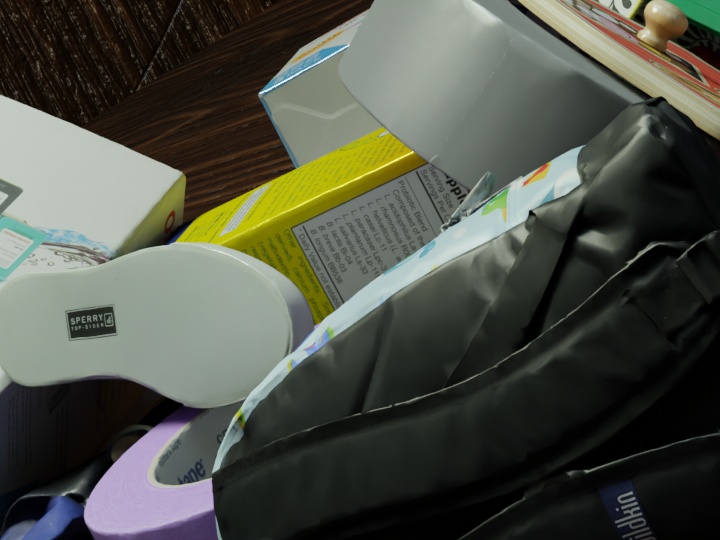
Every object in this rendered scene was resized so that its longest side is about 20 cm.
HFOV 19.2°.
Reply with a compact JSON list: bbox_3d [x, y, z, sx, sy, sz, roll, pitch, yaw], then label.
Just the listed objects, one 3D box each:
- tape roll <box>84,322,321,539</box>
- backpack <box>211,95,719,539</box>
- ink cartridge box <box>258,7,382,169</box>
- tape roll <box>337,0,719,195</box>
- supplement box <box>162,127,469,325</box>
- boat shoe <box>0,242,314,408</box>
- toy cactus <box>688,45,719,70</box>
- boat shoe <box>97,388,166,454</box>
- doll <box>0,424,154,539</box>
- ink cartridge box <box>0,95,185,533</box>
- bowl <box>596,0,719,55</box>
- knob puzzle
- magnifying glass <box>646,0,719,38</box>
[{"bbox_3d":[-0.015,0.080,0.894,0.199,0.066,0.200,-27,13,7],"label":"tape roll"},{"bbox_3d":[0.051,0.059,0.657,0.199,0.164,0.154,-33,2,14],"label":"backpack"},{"bbox_3d":[0.015,-0.124,1.309,0.114,0.068,0.200,-27,10,13],"label":"ink cartridge box"},{"bbox_3d":[0.091,-0.066,0.922,0.067,0.199,0.200,-59,6,14],"label":"tape roll"},{"bbox_3d":[0.000,0.000,1.082,0.199,0.110,0.110,-24,13,19],"label":"supplement box"},{"bbox_3d":[-0.085,0.021,0.965,0.199,0.072,0.063,1,5,44],"label":"boat shoe"},{"bbox_3d":[0.223,-0.099,1.062,0.165,0.103,0.199,-46,28,-24],"label":"toy cactus"},{"bbox_3d":[-0.116,0.035,1.287,0.199,0.072,0.071,-34,17,-14],"label":"boat shoe"},{"bbox_3d":[-0.150,0.129,1.031,0.136,0.049,0.200,-42,2,34],"label":"doll"},{"bbox_3d":[-0.204,0.030,1.133,0.145,0.148,0.200,22,44,14],"label":"ink cartridge box"},{"bbox_3d":[0.169,-0.169,1.173,0.200,0.094,0.201,-36,-28,-22],"label":"bowl"},{"bbox_3d":[0.150,-0.086,0.912,0.031,0.218,0.220,-59,5,14],"label":"knob puzzle"},{"bbox_3d":[0.195,-0.105,0.981,0.200,0.079,0.023,38,104,48],"label":"magnifying glass"}]
